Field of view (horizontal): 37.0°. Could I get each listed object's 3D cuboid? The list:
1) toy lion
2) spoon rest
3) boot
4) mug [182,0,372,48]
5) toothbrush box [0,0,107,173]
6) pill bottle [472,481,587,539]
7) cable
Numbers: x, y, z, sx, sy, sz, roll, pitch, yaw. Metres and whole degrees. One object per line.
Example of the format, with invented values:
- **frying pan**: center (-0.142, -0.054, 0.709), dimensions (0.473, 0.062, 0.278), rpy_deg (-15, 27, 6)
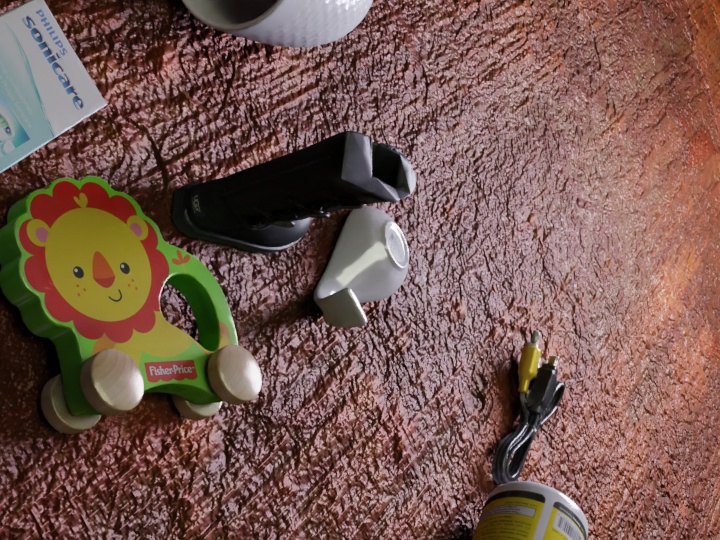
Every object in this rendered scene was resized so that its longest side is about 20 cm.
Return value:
- **toy lion**: center (-0.182, 0.022, 0.833), dimensions (0.200, 0.069, 0.192), rpy_deg (4, 67, -51)
- **spoon rest**: center (0.000, 0.000, 1.080), dimensions (0.100, 0.061, 0.200), rpy_deg (64, 25, -15)
- **boot**: center (-0.037, -0.067, 0.925), dimensions (0.165, 0.200, 0.066), rpy_deg (-5, 81, -52)
- **mug**: center (-0.081, -0.303, 1.022), dimensions (0.200, 0.148, 0.175), rpy_deg (51, 23, 20)
- **toothbrush box**: center (-0.282, -0.078, 0.666), dimensions (0.085, 0.146, 0.200), rpy_deg (60, 38, -18)
- **pill bottle**: center (0.155, 0.323, 1.088), dimensions (0.113, 0.112, 0.200), rpy_deg (55, 42, -23)
- **cable**: center (0.195, 0.175, 1.284), dimensions (0.200, 0.050, 0.097), rpy_deg (-61, 142, -29)
